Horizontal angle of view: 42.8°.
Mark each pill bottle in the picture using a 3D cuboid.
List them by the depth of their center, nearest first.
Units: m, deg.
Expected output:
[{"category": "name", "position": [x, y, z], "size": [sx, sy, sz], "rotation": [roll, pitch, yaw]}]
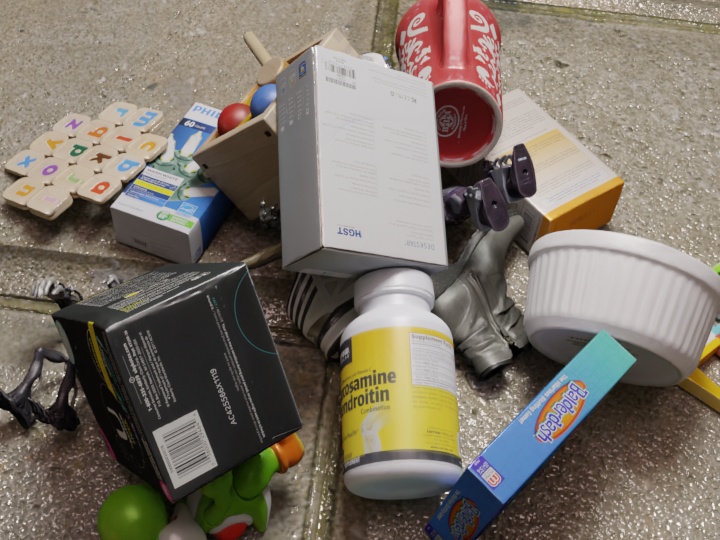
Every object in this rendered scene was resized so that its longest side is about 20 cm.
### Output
[{"category": "pill bottle", "position": [0.036, 0.106, 0.870], "size": [0.110, 0.112, 0.203], "rotation": [0, 64, -5]}]

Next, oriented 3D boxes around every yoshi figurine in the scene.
[{"category": "yoshi figurine", "position": [-0.152, 0.196, 0.815], "size": [0.111, 0.113, 0.200], "rotation": [29, 55, 28]}]

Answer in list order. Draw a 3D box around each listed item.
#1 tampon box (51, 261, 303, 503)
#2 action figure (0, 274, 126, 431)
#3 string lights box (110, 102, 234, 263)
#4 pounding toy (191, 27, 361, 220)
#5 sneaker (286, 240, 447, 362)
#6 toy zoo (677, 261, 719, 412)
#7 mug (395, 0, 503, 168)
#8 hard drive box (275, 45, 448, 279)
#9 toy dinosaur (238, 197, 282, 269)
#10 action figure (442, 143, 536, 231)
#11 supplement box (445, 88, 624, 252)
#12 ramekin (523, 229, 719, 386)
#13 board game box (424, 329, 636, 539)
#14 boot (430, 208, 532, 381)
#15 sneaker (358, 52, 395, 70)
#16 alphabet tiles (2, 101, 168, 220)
[{"category": "tampon box", "position": [-0.165, 0.085, 0.795], "size": [0.125, 0.152, 0.199], "rotation": [-25, 12, -27]}, {"category": "action figure", "position": [-0.271, 0.062, 0.916], "size": [0.117, 0.103, 0.201], "rotation": [14, 51, 22]}, {"category": "string lights box", "position": [-0.197, -0.105, 1.087], "size": [0.101, 0.059, 0.201], "rotation": [18, 51, 12]}, {"category": "pounding toy", "position": [-0.088, -0.187, 1.035], "size": [0.142, 0.183, 0.201], "rotation": [47, 56, -22]}, {"category": "sneaker", "position": [0.000, 0.000, 1.006], "size": [0.115, 0.076, 0.200], "rotation": [39, 60, 23]}, {"category": "toy zoo", "position": [0.394, 0.074, 1.015], "size": [0.199, 0.021, 0.131], "rotation": [-31, 59, -26]}, {"category": "mug", "position": [0.094, -0.234, 1.057], "size": [0.132, 0.178, 0.202], "rotation": [-21, 36, 20]}, {"category": "hard drive box", "position": [0.001, -0.098, 0.909], "size": [0.154, 0.076, 0.204], "rotation": [9, 71, -35]}, {"category": "toy dinosaur", "position": [-0.070, -0.039, 0.971], "size": [0.197, 0.089, 0.048], "rotation": [-17, 61, -16]}, {"category": "action figure", "position": [0.119, -0.082, 1.015], "size": [0.129, 0.200, 0.070], "rotation": [-30, 98, -19]}, {"category": "supplement box", "position": [0.205, -0.122, 1.126], "size": [0.125, 0.074, 0.201], "rotation": [-25, 56, -23]}, {"category": "ramekin", "position": [0.255, 0.045, 0.919], "size": [0.199, 0.203, 0.096], "rotation": [17, 74, 9]}, {"category": "board game box", "position": [0.153, 0.160, 0.835], "size": [0.045, 0.153, 0.199], "rotation": [42, 59, 17]}, {"category": "boot", "position": [0.152, 0.029, 1.018], "size": [0.130, 0.068, 0.200], "rotation": [41, 57, 11]}, {"category": "sneaker", "position": [-0.034, -0.239, 1.162], "size": [0.077, 0.077, 0.199], "rotation": [-32, 24, -22]}, {"category": "alphabet tiles", "position": [-0.328, -0.135, 1.097], "size": [0.193, 0.015, 0.200], "rotation": [17, 51, 34]}]
